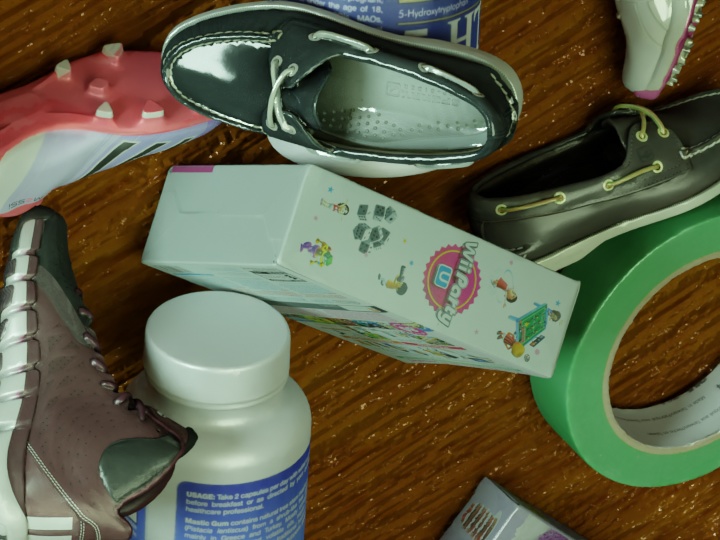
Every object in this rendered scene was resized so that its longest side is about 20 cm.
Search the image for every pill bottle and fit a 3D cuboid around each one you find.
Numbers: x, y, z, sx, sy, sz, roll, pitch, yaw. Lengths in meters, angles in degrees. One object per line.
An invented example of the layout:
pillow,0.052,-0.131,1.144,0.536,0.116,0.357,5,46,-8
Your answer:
pill bottle,-0.085,0.117,1.703,0.112,0.112,0.200,-10,124,-23
pill bottle,0.008,-0.163,1.634,0.120,0.120,0.200,-10,116,-24

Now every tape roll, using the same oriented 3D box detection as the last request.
tape roll,0.203,0.040,1.856,0.200,0.048,0.201,-16,126,-23

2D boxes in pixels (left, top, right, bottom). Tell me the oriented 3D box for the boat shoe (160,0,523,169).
boat shoe,-0.015,-0.097,1.567,0.200,0.060,0.076,4,113,12

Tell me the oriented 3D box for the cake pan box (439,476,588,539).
cake pan box,0.092,0.256,1.912,0.184,0.052,0.200,36,93,-33

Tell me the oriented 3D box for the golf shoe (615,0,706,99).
golf shoe,0.169,-0.195,1.744,0.091,0.075,0.200,14,124,6

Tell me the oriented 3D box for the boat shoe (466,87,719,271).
boat shoe,0.157,-0.064,1.786,0.201,0.072,0.061,-28,126,-11

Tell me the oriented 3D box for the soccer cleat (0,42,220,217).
soccer cleat,-0.166,-0.071,1.627,0.200,0.067,0.077,-16,145,-25

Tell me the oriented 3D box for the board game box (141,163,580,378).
board game box,0.000,0.000,1.684,0.200,0.147,0.064,23,79,-33

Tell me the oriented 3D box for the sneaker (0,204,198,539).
sneaker,-0.145,0.063,1.621,0.115,0.200,0.076,6,155,-7
